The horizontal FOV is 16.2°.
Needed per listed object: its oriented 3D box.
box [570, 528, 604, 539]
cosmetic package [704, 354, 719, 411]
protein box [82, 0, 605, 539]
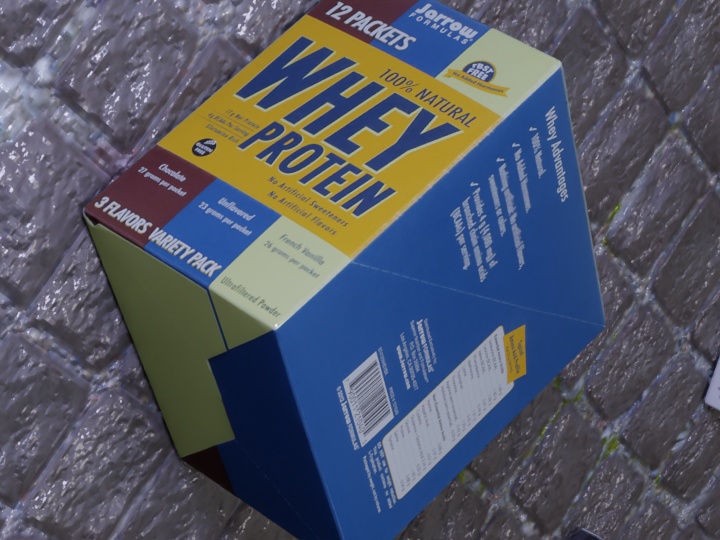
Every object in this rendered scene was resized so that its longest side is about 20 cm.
[{"bbox_3d":[0.102,0.284,1.701,0.200,0.036,0.143,-39,142,-26],"label":"box"},{"bbox_3d":[0.338,0.052,1.800,0.200,0.071,0.102,-9,122,-49],"label":"cosmetic package"},{"bbox_3d":[0.000,0.000,1.260,0.200,0.135,0.199,-43,143,-23],"label":"protein box"}]
